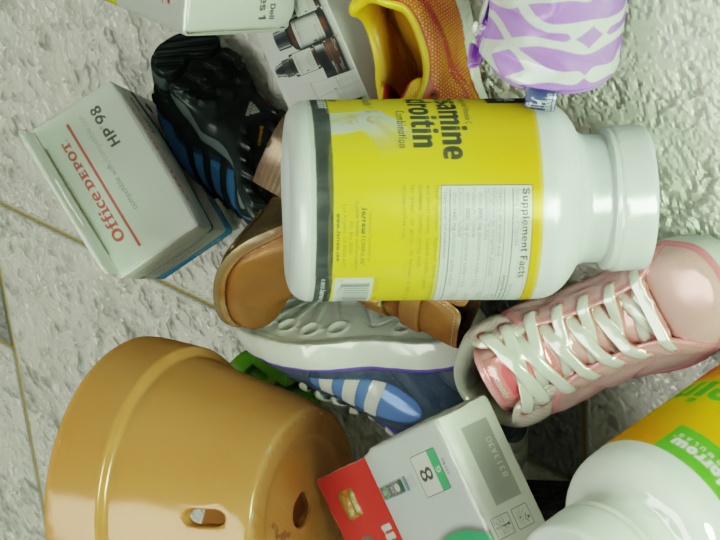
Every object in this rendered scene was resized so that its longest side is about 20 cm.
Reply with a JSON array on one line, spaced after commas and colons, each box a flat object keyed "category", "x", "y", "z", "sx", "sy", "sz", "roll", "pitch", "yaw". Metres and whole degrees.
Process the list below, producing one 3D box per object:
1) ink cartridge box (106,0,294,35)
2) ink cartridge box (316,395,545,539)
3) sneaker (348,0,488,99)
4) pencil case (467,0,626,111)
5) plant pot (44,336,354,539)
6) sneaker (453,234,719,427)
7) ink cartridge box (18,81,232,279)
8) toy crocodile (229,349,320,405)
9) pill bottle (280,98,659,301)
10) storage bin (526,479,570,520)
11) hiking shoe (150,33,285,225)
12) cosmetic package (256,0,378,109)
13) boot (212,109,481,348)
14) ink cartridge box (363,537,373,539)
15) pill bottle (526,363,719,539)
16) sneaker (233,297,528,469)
[{"category": "ink cartridge box", "x": -0.126, "y": -0.241, "z": 1.357, "sx": 0.200, "sy": 0.084, "sz": 0.145, "roll": 28, "pitch": 118, "yaw": 44}, {"category": "ink cartridge box", "x": 0.041, "y": 0.180, "z": 1.329, "sx": 0.200, "sy": 0.050, "sz": 0.161, "roll": -31, "pitch": 82, "yaw": 51}, {"category": "sneaker", "x": 0.048, "y": -0.085, "z": 1.300, "sx": 0.073, "sy": 0.077, "sz": 0.200, "roll": -13, "pitch": 107, "yaw": 52}, {"category": "pencil case", "x": 0.105, "y": -0.190, "z": 1.149, "sx": 0.085, "sy": 0.084, "sz": 0.200, "roll": 11, "pitch": 124, "yaw": 10}, {"category": "plant pot", "x": -0.095, "y": 0.150, "z": 1.454, "sx": 0.140, "sy": 0.200, "sz": 0.200, "roll": 6, "pitch": 120, "yaw": 29}, {"category": "sneaker", "x": 0.131, "y": 0.043, "z": 1.264, "sx": 0.200, "sy": 0.105, "sz": 0.075, "roll": -22, "pitch": 94, "yaw": 53}, {"category": "ink cartridge box", "x": -0.155, "y": -0.059, "z": 1.479, "sx": 0.116, "sy": 0.067, "sz": 0.200, "roll": 58, "pitch": -176, "yaw": 3}, {"category": "toy crocodile", "x": -0.049, "y": 0.052, "z": 1.534, "sx": 0.067, "sy": 0.062, "sz": 0.200, "roll": 37, "pitch": 134, "yaw": 27}, {"category": "pill bottle", "x": 0.058, "y": -0.039, "z": 1.202, "sx": 0.112, "sy": 0.200, "sz": 0.112, "roll": 179, "pitch": 90, "yaw": -84}, {"category": "storage bin", "x": 0.135, "y": 0.211, "z": 1.352, "sx": 0.200, "sy": 0.094, "sz": 0.135, "roll": -4, "pitch": 110, "yaw": 53}, {"category": "hiking shoe", "x": -0.071, "y": -0.070, "z": 1.472, "sx": 0.200, "sy": 0.074, "sz": 0.087, "roll": 56, "pitch": 158, "yaw": 18}, {"category": "cosmetic package", "x": 0.003, "y": -0.091, "z": 1.372, "sx": 0.083, "sy": 0.051, "sz": 0.200, "roll": -14, "pitch": 103, "yaw": 54}, {"category": "boot", "x": 0.000, "y": 0.000, "z": 1.338, "sx": 0.155, "sy": 0.077, "sz": 0.200, "roll": 30, "pitch": 134, "yaw": 6}, {"category": "ink cartridge box", "x": -0.001, "y": 0.259, "z": 1.588, "sx": 0.145, "sy": 0.083, "sz": 0.200, "roll": -13, "pitch": 103, "yaw": 52}, {"category": "pill bottle", "x": 0.182, "y": 0.127, "z": 1.176, "sx": 0.111, "sy": 0.200, "sz": 0.111, "roll": 29, "pitch": 134, "yaw": 35}, {"category": "sneaker", "x": 0.018, "y": 0.087, "z": 1.428, "sx": 0.200, "sy": 0.081, "sz": 0.147, "roll": 4, "pitch": 127, "yaw": 36}]
